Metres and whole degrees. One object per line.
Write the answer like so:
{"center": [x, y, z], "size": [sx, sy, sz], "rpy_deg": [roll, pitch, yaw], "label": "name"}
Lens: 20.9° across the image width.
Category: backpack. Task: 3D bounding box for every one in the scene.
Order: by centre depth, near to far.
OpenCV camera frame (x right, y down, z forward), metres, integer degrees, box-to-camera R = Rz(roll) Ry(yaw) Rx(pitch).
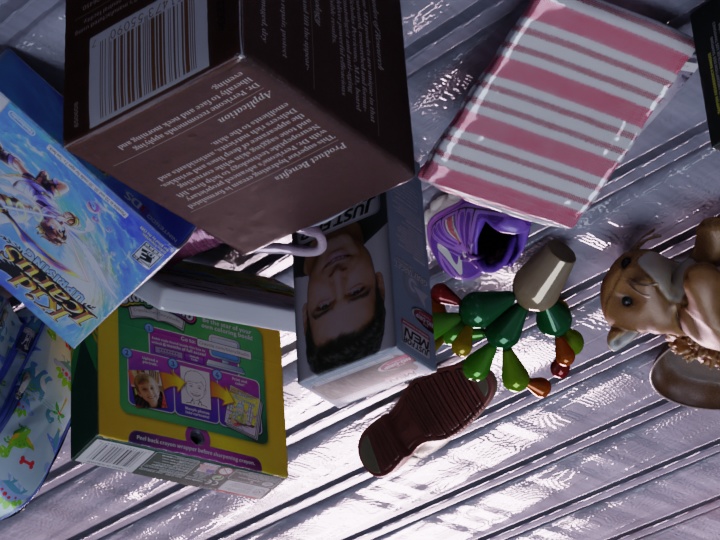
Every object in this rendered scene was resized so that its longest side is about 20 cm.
{"center": [-0.363, 0.132, 1.789], "size": [0.182, 0.201, 0.147], "rpy_deg": [-20, 127, 29], "label": "backpack"}

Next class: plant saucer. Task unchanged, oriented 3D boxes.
{"center": [0.389, 0.085, 1.965], "size": [0.199, 0.032, 0.201], "rpy_deg": [-3, 149, -2], "label": "plant saucer"}

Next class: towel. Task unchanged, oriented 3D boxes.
{"center": [0.150, -0.127, 1.511], "size": [0.146, 0.030, 0.201], "rpy_deg": [17, 123, -26], "label": "towel"}

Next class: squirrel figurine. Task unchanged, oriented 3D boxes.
{"center": [0.317, 0.040, 1.777], "size": [0.185, 0.142, 0.200], "rpy_deg": [-5, 147, 17], "label": "squirrel figurine"}

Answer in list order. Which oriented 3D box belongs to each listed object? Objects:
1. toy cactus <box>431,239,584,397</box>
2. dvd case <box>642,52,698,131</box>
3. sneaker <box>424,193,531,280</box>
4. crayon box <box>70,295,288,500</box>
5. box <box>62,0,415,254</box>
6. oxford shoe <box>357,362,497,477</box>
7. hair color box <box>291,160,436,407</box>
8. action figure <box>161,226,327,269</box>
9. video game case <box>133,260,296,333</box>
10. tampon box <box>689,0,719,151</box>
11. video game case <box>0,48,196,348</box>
{"center": [0.145, 0.036, 1.816], "size": [0.199, 0.103, 0.165], "rpy_deg": [16, 126, -27], "label": "toy cactus"}
{"center": [0.167, -0.132, 1.577], "size": [0.148, 0.016, 0.200], "rpy_deg": [8, 148, -19], "label": "dvd case"}
{"center": [0.100, -0.029, 1.670], "size": [0.080, 0.084, 0.200], "rpy_deg": [4, 160, -8], "label": "sneaker"}
{"center": [-0.167, 0.106, 1.791], "size": [0.199, 0.174, 0.058], "rpy_deg": [17, 141, -31], "label": "crayon box"}
{"center": [-0.086, -0.143, 1.379], "size": [0.165, 0.165, 0.200], "rpy_deg": [-23, 145, 29], "label": "box"}
{"center": [0.080, 0.146, 2.021], "size": [0.075, 0.071, 0.200], "rpy_deg": [-12, 162, -47], "label": "oxford shoe"}
{"center": [0.000, 0.000, 1.600], "size": [0.099, 0.201, 0.061], "rpy_deg": [-22, 145, 29], "label": "hair color box"}
{"center": [-0.128, -0.036, 1.592], "size": [0.199, 0.150, 0.134], "rpy_deg": [-24, 153, 7], "label": "action figure"}
{"center": [-0.120, 0.020, 1.680], "size": [0.199, 0.023, 0.182], "rpy_deg": [11, -173, -32], "label": "video game case"}
{"center": [0.369, -0.163, 1.434], "size": [0.149, 0.127, 0.200], "rpy_deg": [19, 144, -33], "label": "tampon box"}
{"center": [-0.252, -0.052, 1.542], "size": [0.200, 0.046, 0.181], "rpy_deg": [42, 137, -9], "label": "video game case"}
